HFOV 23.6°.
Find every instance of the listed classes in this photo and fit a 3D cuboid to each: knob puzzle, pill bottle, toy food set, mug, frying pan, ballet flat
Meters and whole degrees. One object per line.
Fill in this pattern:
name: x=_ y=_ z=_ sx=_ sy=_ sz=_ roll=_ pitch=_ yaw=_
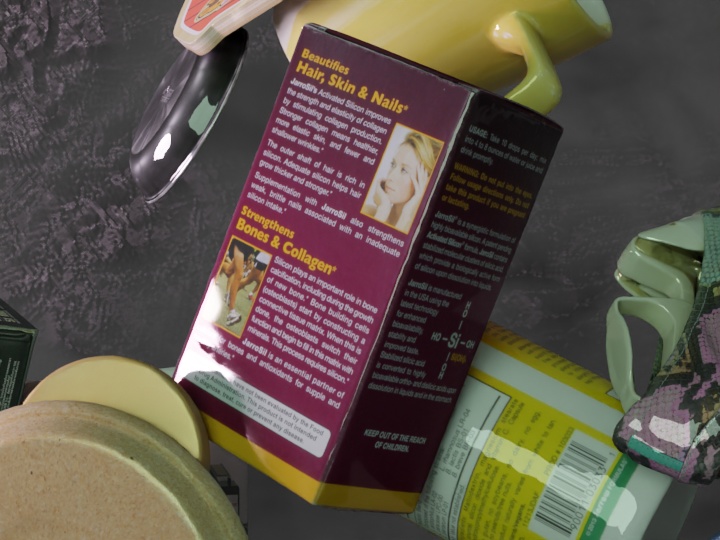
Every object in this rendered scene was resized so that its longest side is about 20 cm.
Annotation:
knob puzzle: x=-0.048 y=-0.199 z=0.975 sx=0.030 sy=0.220 sz=0.220 roll=42 pitch=93 yaw=-19
pill bottle: x=0.067 y=0.088 z=0.887 sx=0.199 sy=0.113 sz=0.114 roll=26 pitch=86 yaw=21
toy food set: x=-0.136 y=0.155 z=0.810 sx=0.197 sy=0.049 sz=0.201 roll=-30 pitch=85 yaw=16
mug: x=0.033 y=-0.145 z=0.931 sx=0.152 sy=0.187 sz=0.150 roll=-31 pitch=102 yaw=17
frying pan: x=-0.080 y=-0.121 z=0.982 sx=0.031 sy=0.115 sz=0.191 roll=29 pitch=113 yaw=-18
ballet flat: x=0.157 y=0.022 z=0.846 sx=0.071 sy=0.069 sz=0.201 roll=20 pitch=41 yaw=1

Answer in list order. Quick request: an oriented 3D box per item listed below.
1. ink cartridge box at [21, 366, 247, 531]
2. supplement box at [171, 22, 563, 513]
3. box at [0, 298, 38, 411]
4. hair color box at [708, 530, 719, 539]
ink cartridge box: x=-0.141 y=0.161 z=0.953 sx=0.145 sy=0.084 sz=0.202 roll=-6 pitch=75 yaw=17
supplement box: x=0.000 y=0.000 z=0.820 sx=0.110 sy=0.085 sz=0.202 roll=25 pitch=96 yaw=36
box: x=-0.264 y=0.099 z=0.943 sx=0.163 sy=0.085 sz=0.202 roll=29 pitch=106 yaw=54
hair color box: x=0.228 y=0.126 z=0.797 sx=0.200 sy=0.100 sz=0.061 roll=-44 pitch=58 yaw=25
